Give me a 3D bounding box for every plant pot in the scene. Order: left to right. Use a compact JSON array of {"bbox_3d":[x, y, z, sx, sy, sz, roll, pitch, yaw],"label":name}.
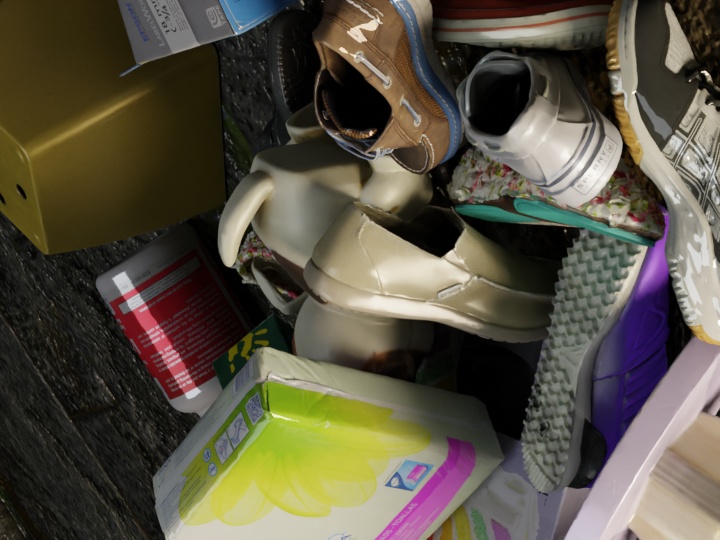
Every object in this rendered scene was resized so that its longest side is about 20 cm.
[{"bbox_3d":[-0.251,-0.135,1.353,0.200,0.176,0.201,41,151,27],"label":"plant pot"}]

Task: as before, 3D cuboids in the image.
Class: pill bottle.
[{"bbox_3d":[-0.162,0.064,1.505,0.201,0.112,0.112,59,153,-6],"label":"pill bottle"}]

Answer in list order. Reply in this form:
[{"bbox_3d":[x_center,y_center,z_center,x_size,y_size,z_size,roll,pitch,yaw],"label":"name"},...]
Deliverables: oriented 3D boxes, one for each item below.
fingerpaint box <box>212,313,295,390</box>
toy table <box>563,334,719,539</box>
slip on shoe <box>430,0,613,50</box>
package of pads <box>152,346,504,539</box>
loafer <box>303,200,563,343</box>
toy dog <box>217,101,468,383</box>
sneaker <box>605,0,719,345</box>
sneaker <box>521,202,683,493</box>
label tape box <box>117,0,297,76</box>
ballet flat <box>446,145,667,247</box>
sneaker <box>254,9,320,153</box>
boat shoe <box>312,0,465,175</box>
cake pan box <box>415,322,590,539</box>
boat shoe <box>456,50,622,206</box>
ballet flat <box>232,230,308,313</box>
[{"bbox_3d":[-0.013,0.152,1.256,0.200,0.073,0.167,41,-165,-44],"label":"fingerpaint box"},{"bbox_3d":[0.209,0.134,0.895,0.117,0.201,0.184,34,-170,22],"label":"toy table"},{"bbox_3d":[0.069,-0.165,0.914,0.199,0.074,0.062,19,105,43],"label":"slip on shoe"},{"bbox_3d":[-0.025,0.138,1.060,0.155,0.199,0.068,-50,39,32],"label":"package of pads"},{"bbox_3d":[0.063,-0.002,1.005,0.076,0.199,0.069,-126,48,-56],"label":"loafer"},{"bbox_3d":[0.000,0.000,1.085,0.139,0.194,0.201,16,126,39],"label":"toy dog"},{"bbox_3d":[0.198,-0.063,0.829,0.087,0.076,0.201,-17,99,32],"label":"sneaker"},{"bbox_3d":[0.173,0.049,0.978,0.070,0.099,0.201,-125,45,-58],"label":"sneaker"},{"bbox_3d":[-0.086,-0.202,1.035,0.200,0.144,0.064,-2,120,59],"label":"label tape box"},{"bbox_3d":[0.116,-0.057,0.939,0.075,0.064,0.200,17,179,-30],"label":"ballet flat"},{"bbox_3d":[-0.049,-0.107,1.178,0.104,0.060,0.201,17,136,50],"label":"sneaker"},{"bbox_3d":[0.008,-0.108,0.917,0.072,0.072,0.200,31,164,27],"label":"boat shoe"},{"bbox_3d":[0.100,0.129,1.105,0.184,0.052,0.201,19,98,49],"label":"cake pan box"},{"bbox_3d":[0.090,-0.098,0.878,0.067,0.074,0.200,34,-174,-19],"label":"boat shoe"},{"bbox_3d":[-0.031,0.021,1.277,0.200,0.064,0.076,29,148,41],"label":"ballet flat"}]
